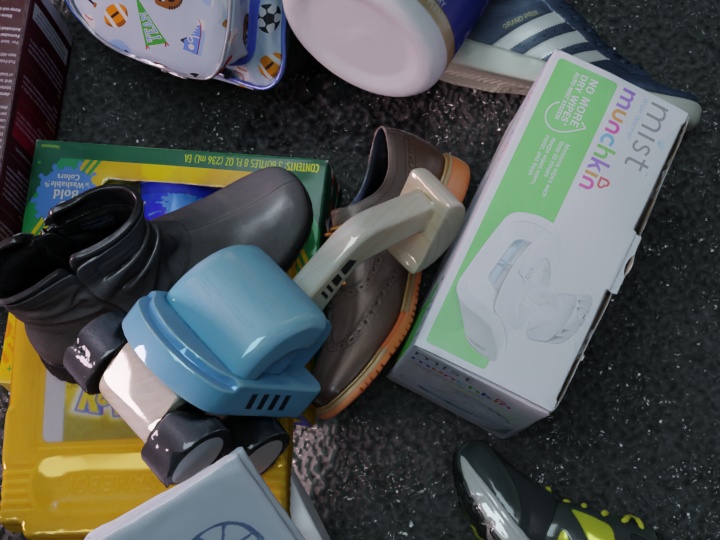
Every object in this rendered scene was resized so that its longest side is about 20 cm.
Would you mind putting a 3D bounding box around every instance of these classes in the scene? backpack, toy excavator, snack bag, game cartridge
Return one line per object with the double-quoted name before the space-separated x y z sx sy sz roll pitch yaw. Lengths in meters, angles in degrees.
"backpack" -0.115 -0.216 1.338 0.190 0.154 0.200 20 113 29
"toy excavator" -0.041 0.022 1.176 0.100 0.194 0.200 47 107 23
"snack bag" -0.118 0.205 1.170 0.200 0.189 0.021 -31 44 0
"game cartridge" -0.128 0.068 1.244 0.176 0.032 0.200 -3 63 6

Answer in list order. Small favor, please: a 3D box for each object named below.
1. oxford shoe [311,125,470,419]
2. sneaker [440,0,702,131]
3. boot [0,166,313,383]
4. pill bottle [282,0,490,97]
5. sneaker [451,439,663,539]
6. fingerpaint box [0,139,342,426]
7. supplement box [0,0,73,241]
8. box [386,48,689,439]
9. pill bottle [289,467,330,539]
"oxford shoe" 0.000 0.000 1.306 0.073 0.071 0.200 31 65 -18
"sneaker" 0.136 -0.151 1.342 0.200 0.075 0.085 19 81 11
"boot" -0.119 -0.015 1.194 0.200 0.132 0.070 -36 65 -10
"pill bottle" 0.045 -0.218 1.298 0.116 0.116 0.200 26 63 12
"sneaker" 0.139 0.175 1.266 0.085 0.074 0.200 -41 84 -11
"fingerpaint box" -0.122 0.008 1.332 0.200 0.073 0.167 5 76 8
"supplement box" -0.246 -0.086 1.353 0.061 0.109 0.200 4 75 7
"box" 0.107 -0.009 1.250 0.097 0.176 0.200 26 81 1
"pill bottle" -0.115 0.201 1.261 0.200 0.112 0.113 -27 74 0
